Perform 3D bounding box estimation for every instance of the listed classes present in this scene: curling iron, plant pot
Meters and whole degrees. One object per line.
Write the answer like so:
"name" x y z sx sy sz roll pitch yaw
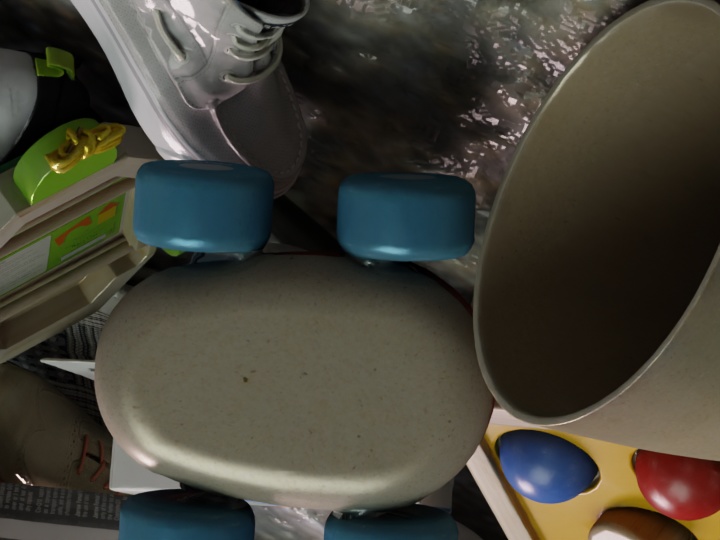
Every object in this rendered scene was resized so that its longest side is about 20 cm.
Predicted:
"curling iron" 0.000 0.000 1.428 0.200 0.050 0.026 36 145 -9
"plant pot" 0.181 0.009 1.217 0.200 0.188 0.187 23 151 -26

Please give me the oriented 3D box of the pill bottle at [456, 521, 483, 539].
"pill bottle" 0.028 0.191 1.566 0.111 0.111 0.200 20 168 6

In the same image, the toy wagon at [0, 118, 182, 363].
"toy wagon" -0.145 -0.022 1.383 0.040 0.155 0.200 52 154 18

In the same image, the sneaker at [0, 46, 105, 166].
"sneaker" -0.161 -0.046 1.426 0.083 0.072 0.200 -7 155 -8

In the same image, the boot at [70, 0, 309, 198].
"boot" -0.059 -0.104 1.277 0.095 0.074 0.200 2 141 42

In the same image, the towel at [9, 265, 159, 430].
"towel" -0.159 0.045 1.597 0.200 0.035 0.193 18 147 8

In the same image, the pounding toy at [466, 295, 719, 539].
"pounding toy" 0.156 0.105 1.382 0.184 0.142 0.200 4 142 29

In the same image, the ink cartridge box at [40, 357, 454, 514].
"ink cartridge box" -0.057 0.086 1.484 0.200 0.068 0.115 3 173 11

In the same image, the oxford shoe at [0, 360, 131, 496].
"oxford shoe" -0.152 0.105 1.607 0.074 0.071 0.200 2 153 27

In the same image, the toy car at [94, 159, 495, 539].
"toy car" -0.025 0.038 1.343 0.177 0.185 0.200 3 -172 2

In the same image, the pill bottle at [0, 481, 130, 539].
"pill bottle" -0.184 0.170 1.522 0.200 0.117 0.116 7 148 -5
